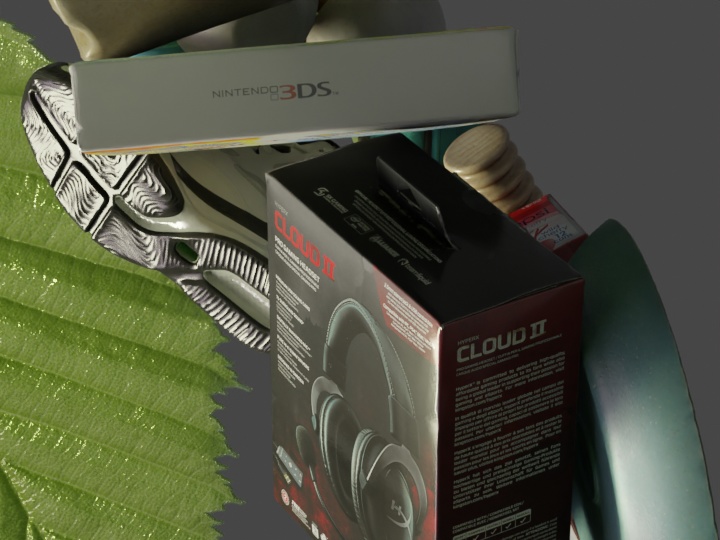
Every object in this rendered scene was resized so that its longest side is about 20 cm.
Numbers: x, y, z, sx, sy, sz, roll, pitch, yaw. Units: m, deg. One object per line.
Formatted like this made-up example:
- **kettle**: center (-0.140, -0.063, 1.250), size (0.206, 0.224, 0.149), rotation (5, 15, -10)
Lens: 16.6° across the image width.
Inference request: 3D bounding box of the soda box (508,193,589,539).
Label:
- **soda box**: center (0.112, 0.067, 1.251), size (0.201, 0.070, 0.063), rotation (66, 176, -24)

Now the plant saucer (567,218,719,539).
- **plant saucer**: center (0.114, 0.079, 1.081), size (0.200, 0.036, 0.201), rotation (169, 90, -86)

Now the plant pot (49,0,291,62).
- **plant pot**: center (-0.079, -0.196, 1.180), size (0.201, 0.183, 0.200), rotation (64, 179, 2)

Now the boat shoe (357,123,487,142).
- **boat shoe**: center (0.050, -0.059, 1.377), size (0.201, 0.071, 0.061), rotation (52, 167, 46)

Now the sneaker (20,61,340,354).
- **sneaker**: center (-0.082, -0.050, 1.315), size (0.200, 0.076, 0.115), rotation (41, -139, 2)

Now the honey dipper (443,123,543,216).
- **honey dipper**: center (0.103, 0.009, 1.290), size (0.200, 0.038, 0.038), rotation (58, -178, -31)

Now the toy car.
- **toy car**: center (-0.064, -0.139, 1.368), size (0.199, 0.150, 0.175), rotation (13, -152, -36)

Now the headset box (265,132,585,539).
- **headset box**: center (0.025, 0.046, 1.082), size (0.149, 0.077, 0.201), rotation (42, 141, 47)

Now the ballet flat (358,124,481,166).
- **ballet flat**: center (0.027, -0.020, 1.284), size (0.067, 0.070, 0.201), rotation (15, -108, -45)

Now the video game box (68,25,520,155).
- **video game box**: center (-0.031, -0.083, 1.163), size (0.182, 0.199, 0.047), rotation (-172, 77, -88)
